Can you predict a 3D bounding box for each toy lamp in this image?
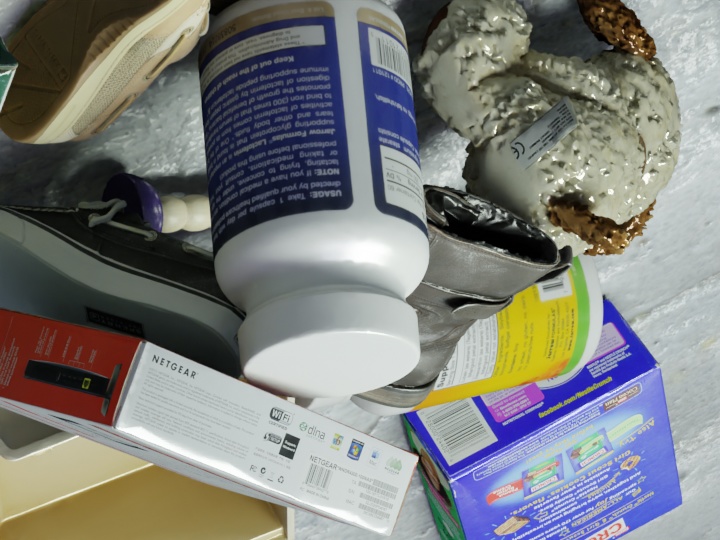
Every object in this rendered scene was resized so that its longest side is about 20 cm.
[{"bbox_3d":[-0.054,-0.038,1.691,0.200,0.058,0.058,-3,137,-35],"label":"toy lamp"}]

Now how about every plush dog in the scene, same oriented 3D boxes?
[{"bbox_3d":[0.129,-0.073,1.695,0.172,0.160,0.200,-29,132,-46],"label":"plush dog"}]

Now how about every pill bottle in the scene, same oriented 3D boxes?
[{"bbox_3d":[0.042,0.029,1.800,0.200,0.111,0.111,-12,141,-27],"label":"pill bottle"},{"bbox_3d":[-0.024,-0.040,1.525,0.115,0.200,0.116,-4,156,-2],"label":"pill bottle"}]

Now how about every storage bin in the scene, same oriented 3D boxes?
[{"bbox_3d":[-0.149,0.112,1.770,0.198,0.094,0.200,-21,145,-17],"label":"storage bin"}]

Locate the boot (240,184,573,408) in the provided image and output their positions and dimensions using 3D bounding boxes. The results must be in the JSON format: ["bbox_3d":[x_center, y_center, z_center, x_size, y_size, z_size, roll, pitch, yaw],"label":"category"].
[{"bbox_3d":[0.000,0.000,1.634,0.200,0.069,0.174,13,144,-19],"label":"boot"}]

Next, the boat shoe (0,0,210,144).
[{"bbox_3d":[-0.115,-0.142,1.504,0.200,0.071,0.064,-42,152,29],"label":"boat shoe"}]

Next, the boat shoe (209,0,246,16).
[{"bbox_3d":[0.002,-0.192,1.530,0.200,0.066,0.072,-18,155,15],"label":"boat shoe"}]

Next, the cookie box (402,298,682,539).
[{"bbox_3d":[0.132,0.133,2.037,0.171,0.075,0.200,-27,146,-7],"label":"cookie box"}]

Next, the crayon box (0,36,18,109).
[{"bbox_3d":[-0.242,-0.068,1.437,0.051,0.127,0.200,-5,137,-33],"label":"crayon box"}]

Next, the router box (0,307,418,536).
[{"bbox_3d":[-0.100,0.079,1.550,0.200,0.179,0.049,25,81,-39],"label":"router box"}]

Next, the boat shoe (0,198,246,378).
[{"bbox_3d":[-0.138,-0.005,1.585,0.068,0.199,0.074,-58,155,-36],"label":"boat shoe"}]
